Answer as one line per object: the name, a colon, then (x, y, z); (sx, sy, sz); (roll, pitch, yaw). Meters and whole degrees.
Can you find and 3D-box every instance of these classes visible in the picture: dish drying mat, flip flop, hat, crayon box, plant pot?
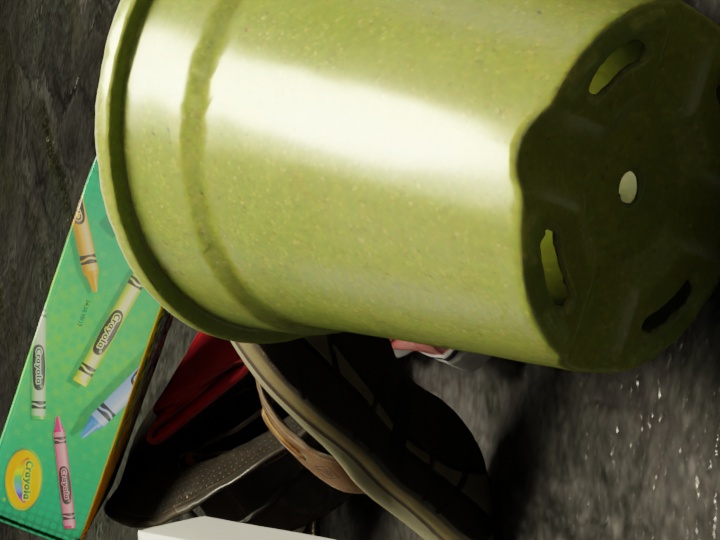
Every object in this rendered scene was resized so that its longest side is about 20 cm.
dish drying mat: (-0.073, 0.034, 1.186); (0.077, 0.018, 0.200); (-38, 10, 19)
flip flop: (-0.009, 0.060, 0.922); (0.057, 0.200, 0.082); (-17, 42, 31)
hat: (-0.043, 0.097, 1.152); (0.081, 0.200, 0.200); (54, 171, -17)
crayon box: (-0.134, 0.030, 1.101); (0.119, 0.058, 0.201); (-77, 7, -79)
plant pot: (0.036, -0.048, 0.771); (0.183, 0.199, 0.202); (18, 104, 43)

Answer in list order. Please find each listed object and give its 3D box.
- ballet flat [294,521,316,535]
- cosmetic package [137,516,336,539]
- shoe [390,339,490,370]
ballet flat: (-0.051, 0.168, 1.216); (0.071, 0.070, 0.202); (137, 136, -65)
cosmetic package: (-0.023, 0.169, 0.977); (0.199, 0.050, 0.083); (2, 93, 43)
shoe: (0.000, 0.000, 1.020); (0.072, 0.090, 0.200); (-68, 17, -2)
